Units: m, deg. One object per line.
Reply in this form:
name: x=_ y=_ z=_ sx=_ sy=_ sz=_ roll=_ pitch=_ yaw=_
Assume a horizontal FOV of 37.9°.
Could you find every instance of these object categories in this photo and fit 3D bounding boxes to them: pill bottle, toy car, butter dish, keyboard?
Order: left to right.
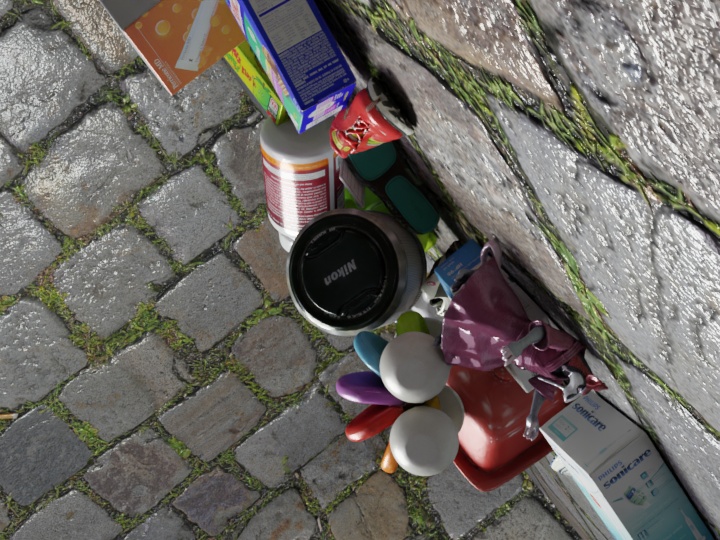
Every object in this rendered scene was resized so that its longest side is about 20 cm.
pill bottle: x=-0.078 y=-0.119 z=1.462 sx=0.113 sy=0.112 sz=0.201 roll=50 pitch=154 yaw=38
keyboard: x=-0.008 y=-0.159 z=1.407 sx=0.057 sy=0.011 sz=0.201 roll=59 pitch=-160 yaw=-32
toy car: x=0.046 y=0.153 z=1.290 sx=0.175 sy=0.148 sz=0.202 roll=-40 pitch=-57 yaw=-77
butter dish: x=0.185 y=0.154 z=1.398 sx=0.200 sy=0.198 sz=0.148 roll=52 pitch=160 yaw=25

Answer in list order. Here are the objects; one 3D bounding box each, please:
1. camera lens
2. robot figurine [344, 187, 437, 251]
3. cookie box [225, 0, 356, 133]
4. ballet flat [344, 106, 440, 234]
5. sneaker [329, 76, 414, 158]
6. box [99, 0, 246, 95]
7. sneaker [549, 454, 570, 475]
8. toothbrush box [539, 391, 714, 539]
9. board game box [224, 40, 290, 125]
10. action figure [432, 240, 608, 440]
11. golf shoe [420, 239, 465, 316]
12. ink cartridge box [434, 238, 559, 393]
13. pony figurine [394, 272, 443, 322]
camera lens: x=0.000 y=0.000 z=1.393 sx=0.160 sy=0.160 sz=0.200 roll=52 pitch=-167 yaw=8
robot figurine: x=0.031 y=-0.070 z=1.594 sx=0.174 sy=0.116 sz=0.200 roll=21 pitch=-164 yaw=-29
cookie box: x=-0.087 y=-0.272 z=1.201 sx=0.201 sy=0.075 sz=0.171 roll=62 pitch=175 yaw=-1
ballet flat: x=0.031 y=-0.132 z=1.375 sx=0.201 sy=0.074 sz=0.074 roll=56 pitch=177 yaw=-18
sneaker: x=0.005 y=-0.163 z=1.204 sx=0.077 sy=0.085 sz=0.200 roll=52 pitch=178 yaw=-5
box: x=-0.207 y=-0.342 z=1.323 sx=0.098 sy=0.199 sz=0.125 roll=50 pitch=177 yaw=39
sneaker: x=0.328 y=0.281 z=1.510 sx=0.085 sy=0.077 sz=0.200 roll=47 pitch=176 yaw=19
toothbrush box: x=0.320 y=0.260 z=1.251 sx=0.201 sy=0.085 sz=0.146 roll=55 pitch=177 yaw=-20
board game box: x=-0.125 y=-0.300 z=1.421 sx=0.201 sy=0.101 sz=0.048 roll=52 pitch=150 yaw=17
action figure: x=0.186 y=0.083 z=1.165 sx=0.199 sy=0.149 sz=0.135 roll=24 pitch=143 yaw=22
golf shoe: x=0.129 y=0.023 z=1.469 sx=0.077 sy=0.088 sz=0.200 roll=49 pitch=178 yaw=23
ink cartridge box: x=0.183 y=0.068 z=1.290 sx=0.200 sy=0.068 sz=0.116 roll=50 pitch=177 yaw=40
pony figurine: x=0.114 y=0.077 z=1.626 sx=0.194 sy=0.166 sz=0.200 roll=56 pitch=177 yaw=-8
